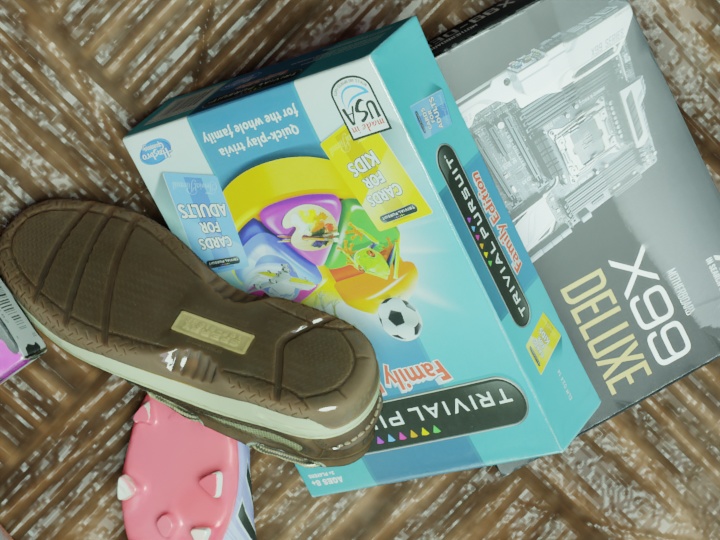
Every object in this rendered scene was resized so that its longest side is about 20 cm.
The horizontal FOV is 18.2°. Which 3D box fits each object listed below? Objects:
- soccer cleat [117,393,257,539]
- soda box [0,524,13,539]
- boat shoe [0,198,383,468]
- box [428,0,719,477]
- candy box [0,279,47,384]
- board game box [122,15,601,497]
[{"bbox_3d":[-0.073,0.142,1.090,0.066,0.076,0.201,-4,90,26],"label":"soccer cleat"},{"bbox_3d":[-0.168,0.185,1.071,0.063,0.068,0.200,-36,107,3],"label":"soda box"},{"bbox_3d":[-0.080,0.036,1.025,0.075,0.202,0.075,-51,152,-23],"label":"boat shoe"},{"bbox_3d":[0.088,-0.026,1.079,0.157,0.050,0.201,-28,105,-2],"label":"box"},{"bbox_3d":[-0.252,-0.007,0.990,0.136,0.061,0.200,-34,92,3],"label":"candy box"},{"bbox_3d":[0.000,0.000,1.026,0.150,0.047,0.201,-15,110,38],"label":"board game box"}]
